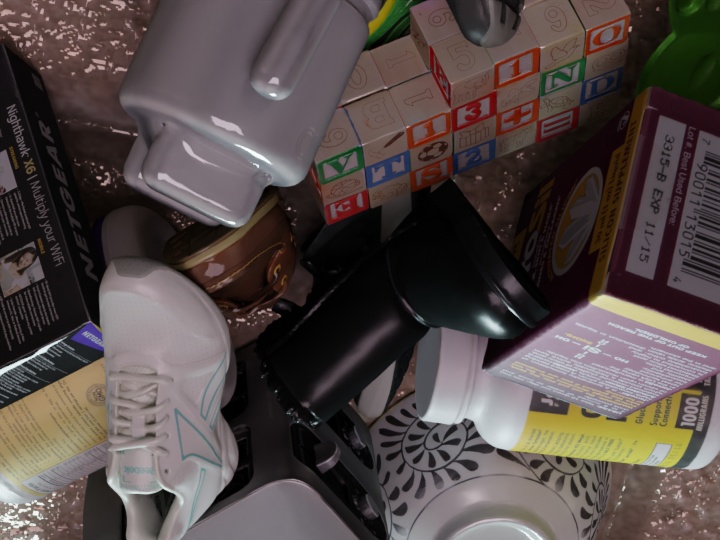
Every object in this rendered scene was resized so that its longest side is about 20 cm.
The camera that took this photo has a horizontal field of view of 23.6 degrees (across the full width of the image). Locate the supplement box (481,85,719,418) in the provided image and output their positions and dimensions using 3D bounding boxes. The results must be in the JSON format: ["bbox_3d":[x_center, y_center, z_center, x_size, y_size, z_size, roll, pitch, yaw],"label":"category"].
[{"bbox_3d":[0.161,-0.004,1.012,0.103,0.132,0.200,19,160,-9],"label":"supplement box"}]

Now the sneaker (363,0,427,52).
[{"bbox_3d":[0.035,-0.177,1.046,0.199,0.078,0.085,-30,154,4],"label":"sneaker"}]

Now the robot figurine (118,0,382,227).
[{"bbox_3d":[-0.059,-0.125,0.944,0.113,0.169,0.201,27,84,-24],"label":"robot figurine"}]

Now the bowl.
[{"bbox_3d":[0.089,0.183,1.226,0.199,0.094,0.202,-2,120,-3],"label":"bowl"}]

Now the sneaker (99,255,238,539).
[{"bbox_3d":[-0.113,0.080,0.979,0.070,0.080,0.201,8,132,18],"label":"sneaker"}]

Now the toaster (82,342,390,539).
[{"bbox_3d":[-0.088,0.162,1.152,0.199,0.181,0.119,-30,116,10],"label":"toaster"}]

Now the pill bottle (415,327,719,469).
[{"bbox_3d":[0.141,0.069,1.155,0.199,0.113,0.113,6,118,-8],"label":"pill bottle"}]

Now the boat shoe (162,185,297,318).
[{"bbox_3d":[-0.068,-0.008,1.043,0.072,0.200,0.068,-26,95,6],"label":"boat shoe"}]

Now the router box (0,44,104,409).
[{"bbox_3d":[-0.244,-0.013,1.038,0.157,0.201,0.052,-26,156,10],"label":"router box"}]

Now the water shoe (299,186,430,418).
[{"bbox_3d":[0.000,0.000,1.143,0.078,0.072,0.201,11,114,12],"label":"water shoe"}]

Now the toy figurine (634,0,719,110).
[{"bbox_3d":[0.287,-0.121,1.047,0.184,0.150,0.201,35,88,-31],"label":"toy figurine"}]

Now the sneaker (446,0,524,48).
[{"bbox_3d":[0.035,-0.211,0.978,0.079,0.201,0.075,-23,162,20],"label":"sneaker"}]

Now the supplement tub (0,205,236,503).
[{"bbox_3d":[-0.195,0.061,1.106,0.199,0.146,0.146,-26,118,10],"label":"supplement tub"}]

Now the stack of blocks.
[{"bbox_3d":[0.056,-0.110,1.028,0.199,0.059,0.115,-22,156,-5],"label":"stack of blocks"}]

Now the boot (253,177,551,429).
[{"bbox_3d":[0.018,0.030,1.007,0.162,0.198,0.073,-39,108,4],"label":"boot"}]
